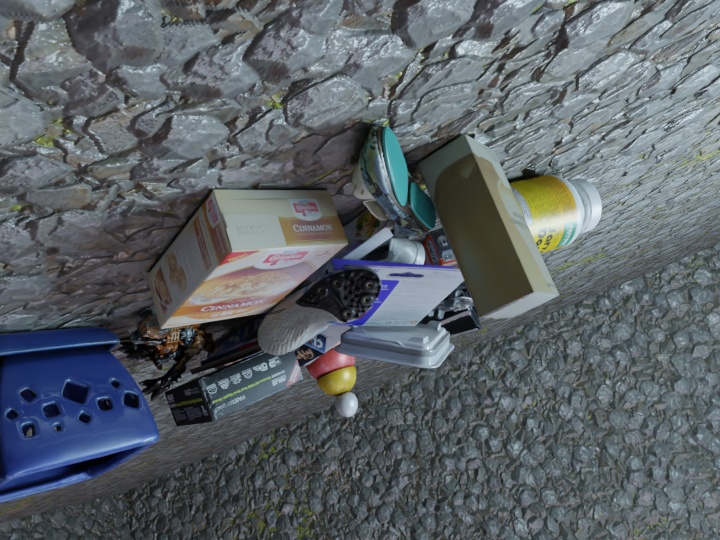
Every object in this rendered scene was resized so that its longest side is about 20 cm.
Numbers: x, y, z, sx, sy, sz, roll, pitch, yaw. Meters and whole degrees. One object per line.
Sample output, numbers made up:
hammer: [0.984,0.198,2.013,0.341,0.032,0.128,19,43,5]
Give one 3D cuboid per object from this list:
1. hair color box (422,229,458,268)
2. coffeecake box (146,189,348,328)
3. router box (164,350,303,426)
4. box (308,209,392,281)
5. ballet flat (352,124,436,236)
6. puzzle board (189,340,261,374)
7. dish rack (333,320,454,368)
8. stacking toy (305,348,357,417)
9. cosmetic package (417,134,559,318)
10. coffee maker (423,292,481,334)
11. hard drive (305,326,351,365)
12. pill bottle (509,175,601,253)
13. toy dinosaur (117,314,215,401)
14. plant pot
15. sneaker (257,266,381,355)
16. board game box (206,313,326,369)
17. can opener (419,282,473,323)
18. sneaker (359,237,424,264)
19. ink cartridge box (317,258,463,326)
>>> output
hair color box: [0.156,-0.014,1.111,0.110,0.065,0.200,-16,162,-14]
coffeecake box: [-0.135,-0.012,0.728,0.152,0.074,0.200,-6,158,-41]
router box: [-0.197,0.176,0.954,0.149,0.063,0.200,-20,176,-33]
box: [-0.001,-0.045,0.853,0.041,0.039,0.199,0,154,-46]
ballet flat: [0.027,-0.087,0.687,0.074,0.075,0.200,-24,150,11]
puzzle board: [-0.155,0.119,1.011,0.198,0.018,0.151,-21,175,14]
dish rack: [0.061,0.108,1.021,0.170,0.044,0.200,8,-172,16]
stacking toy: [-0.055,0.215,1.338,0.145,0.202,0.146,-19,165,-5]
cosmetic package: [0.150,-0.048,0.739,0.071,0.202,0.105,-29,163,28]
coffee maker: [0.138,0.095,1.316,0.198,0.136,0.192,-26,163,14]
hard drive: [-0.109,0.117,1.166,0.131,0.027,0.200,23,144,-23]
pill bottle: [0.256,-0.080,0.932,0.198,0.114,0.113,-13,163,-25]
toy dinosaur: [-0.279,0.118,0.951,0.135,0.102,0.200,-40,139,8]
plant pot: [-0.414,0.184,0.820,0.199,0.181,0.199,-33,160,35]
sneaker: [-0.056,0.044,0.819,0.199,0.072,0.073,-30,-162,27]
board game box: [-0.177,0.149,1.159,0.135,0.035,0.199,29,136,-30]
can opener: [0.121,0.053,1.098,0.053,0.068,0.199,16,159,-41]
sneaker: [0.000,0.000,0.977,0.199,0.076,0.088,-35,144,32]
ink cartridge box: [0.034,0.025,0.902,0.196,0.044,0.200,3,153,-23]
